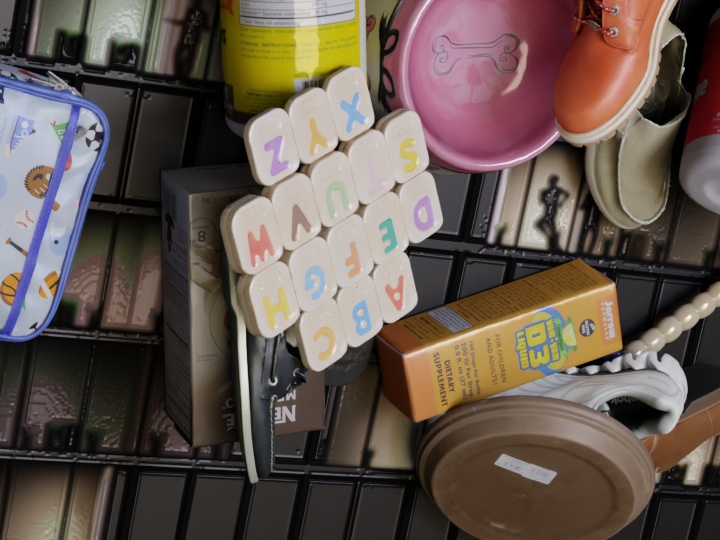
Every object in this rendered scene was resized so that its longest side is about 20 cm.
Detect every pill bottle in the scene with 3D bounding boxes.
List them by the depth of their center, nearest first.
[{"bbox_3d":[-0.050,-0.201,1.464,0.109,0.109,0.202,-8,109,-22],"label":"pill bottle"},{"bbox_3d":[0.329,-0.151,1.617,0.112,0.112,0.201,26,67,-28],"label":"pill bottle"}]

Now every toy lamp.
[{"bbox_3d":[0.290,0.034,1.721,0.199,0.058,0.058,-33,116,-9],"label":"toy lamp"}]

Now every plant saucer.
[{"bbox_3d":[0.142,0.174,1.638,0.198,0.030,0.201,6,139,5],"label":"plant saucer"}]

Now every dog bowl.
[{"bbox_3d":[0.091,-0.164,1.534,0.199,0.074,0.202,-7,107,-22],"label":"dog bowl"}]

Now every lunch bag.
[{"bbox_3d":[-0.267,-0.055,1.433,0.159,0.076,0.201,15,100,-29],"label":"lunch bag"}]

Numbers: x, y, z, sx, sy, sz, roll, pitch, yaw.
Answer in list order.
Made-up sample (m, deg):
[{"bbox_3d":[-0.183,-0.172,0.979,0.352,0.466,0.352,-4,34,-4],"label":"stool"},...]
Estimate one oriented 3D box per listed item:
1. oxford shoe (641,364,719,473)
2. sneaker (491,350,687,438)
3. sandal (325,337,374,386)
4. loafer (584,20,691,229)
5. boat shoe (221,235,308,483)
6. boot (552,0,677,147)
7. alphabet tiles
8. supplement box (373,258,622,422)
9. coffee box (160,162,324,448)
[{"bbox_3d":[0.239,0.151,1.726,0.199,0.071,0.072,-20,118,-19],"label":"oxford shoe"},{"bbox_3d":[0.172,0.118,1.649,0.199,0.081,0.076,-12,111,11],"label":"sneaker"},{"bbox_3d":[0.000,0.000,1.584,0.075,0.045,0.202,1,105,-24],"label":"sandal"},{"bbox_3d":[0.229,-0.120,1.621,0.075,0.068,0.201,-28,125,-32],"label":"loafer"},{"bbox_3d":[-0.064,0.058,1.466,0.066,0.075,0.201,-5,99,-9],"label":"boat shoe"},{"bbox_3d":[0.180,-0.194,1.468,0.107,0.075,0.201,27,85,-51],"label":"boot"},{"bbox_3d":[-0.017,-0.037,1.434,0.200,0.015,0.197,-32,119,-38],"label":"alphabet tiles"},{"bbox_3d":[0.115,0.056,1.642,0.199,0.069,0.067,-20,113,-19],"label":"supplement box"},{"bbox_3d":[-0.089,0.024,1.532,0.114,0.080,0.202,-7,108,-21],"label":"coffee box"}]
